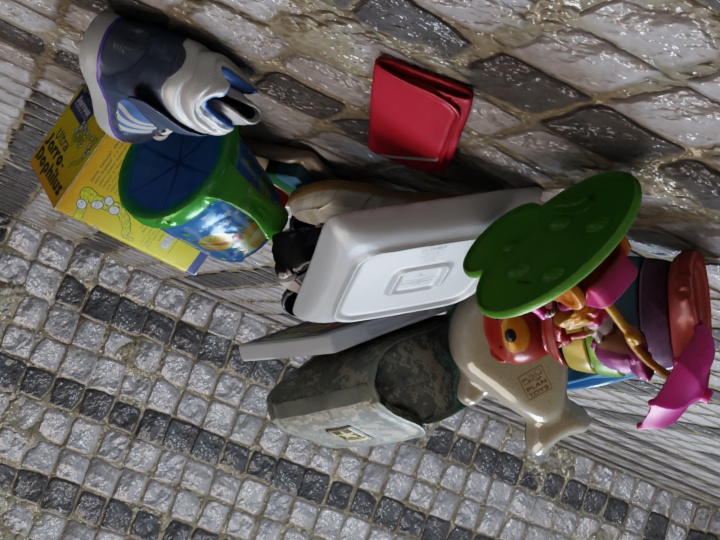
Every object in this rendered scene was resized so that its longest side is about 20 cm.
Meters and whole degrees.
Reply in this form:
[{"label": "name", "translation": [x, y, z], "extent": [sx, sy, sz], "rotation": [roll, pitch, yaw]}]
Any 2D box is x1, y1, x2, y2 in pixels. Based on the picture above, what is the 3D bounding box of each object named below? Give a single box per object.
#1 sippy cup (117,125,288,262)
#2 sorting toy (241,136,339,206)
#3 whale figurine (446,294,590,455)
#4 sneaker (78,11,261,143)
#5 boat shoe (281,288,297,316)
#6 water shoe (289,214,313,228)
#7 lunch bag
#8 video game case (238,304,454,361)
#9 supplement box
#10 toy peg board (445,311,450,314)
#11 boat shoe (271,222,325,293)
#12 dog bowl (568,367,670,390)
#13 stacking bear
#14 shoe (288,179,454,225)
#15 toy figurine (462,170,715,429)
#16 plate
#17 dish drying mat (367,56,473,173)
[{"label": "sippy cup", "translation": [-0.148, -0.078, 1.110], "extent": [0.130, 0.139, 0.179], "rotation": [43, -159, -48]}, {"label": "sorting toy", "translation": [-0.090, -0.097, 1.233], "extent": [0.183, 0.037, 0.200], "rotation": [15, 169, 32]}, {"label": "whale figurine", "translation": [0.172, 0.095, 1.205], "extent": [0.202, 0.158, 0.104], "rotation": [59, -178, -15]}, {"label": "sneaker", "translation": [-0.154, -0.141, 0.974], "extent": [0.145, 0.081, 0.200], "rotation": [24, 166, 7]}, {"label": "boat shoe", "translation": [-0.035, 0.023, 1.297], "extent": [0.068, 0.057, 0.199], "rotation": [39, 160, -16]}, {"label": "water shoe", "translation": [-0.004, -0.004, 1.347], "extent": [0.199, 0.072, 0.079], "rotation": [32, -171, -4]}, {"label": "lunch bag", "translation": [0.014, 0.128, 1.225], "extent": [0.163, 0.119, 0.199], "rotation": [-15, -179, 40]}, {"label": "video game case", "translation": [-0.015, 0.061, 1.252], "extent": [0.181, 0.023, 0.199], "rotation": [-18, -177, -35]}, {"label": "supplement box", "translation": [-0.248, -0.097, 1.253], "extent": [0.199, 0.110, 0.109], "rotation": [30, -167, -43]}, {"label": "toy peg board", "translation": [0.190, 0.074, 1.409], "extent": [0.197, 0.099, 0.200], "rotation": [19, 171, 12]}, {"label": "boat shoe", "translation": [0.000, 0.000, 1.100], "extent": [0.092, 0.076, 0.199], "rotation": [-13, 164, 24]}, {"label": "dog bowl", "translation": [0.280, 0.094, 1.237], "extent": [0.110, 0.050, 0.199], "rotation": [2, 164, -38]}, {"label": "stacking bear", "translation": [0.204, 0.044, 0.996], "extent": [0.197, 0.123, 0.114], "rotation": [-4, -163, 24]}, {"label": "shoe", "translation": [0.010, -0.051, 1.129], "extent": [0.197, 0.054, 0.070], "rotation": [6, 159, 27]}, {"label": "toy figurine", "translation": [0.190, 0.042, 0.877], "extent": [0.184, 0.150, 0.200], "rotation": [48, 166, -17]}, {"label": "plate", "translation": [0.049, -0.004, 1.008], "extent": [0.197, 0.033, 0.200], "rotation": [-8, 156, -17]}, {"label": "dish drying mat", "translation": [0.043, -0.116, 0.885], "extent": [0.076, 0.018, 0.200], "rotation": [21, 171, 3]}]
